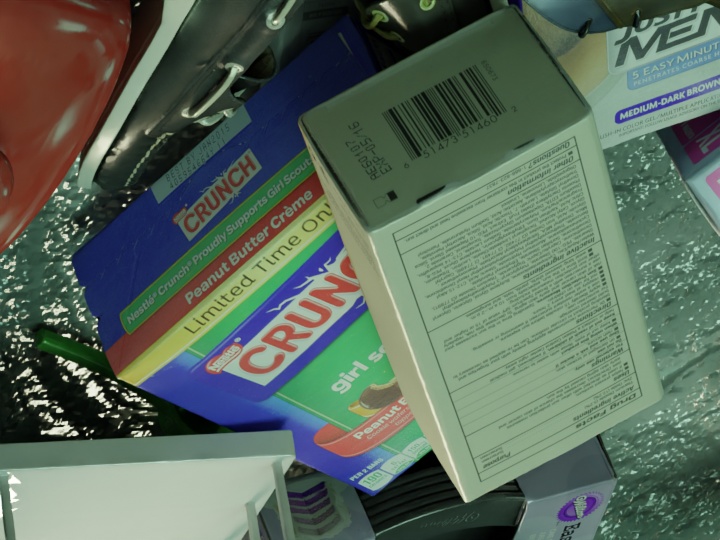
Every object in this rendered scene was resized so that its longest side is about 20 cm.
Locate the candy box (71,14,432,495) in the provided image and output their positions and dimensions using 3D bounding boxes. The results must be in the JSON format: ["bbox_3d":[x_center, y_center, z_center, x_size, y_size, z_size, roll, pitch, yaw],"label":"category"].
[{"bbox_3d":[0.000,0.000,1.279,0.169,0.077,0.200,-40,142,17],"label":"candy box"}]

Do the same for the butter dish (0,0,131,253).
[{"bbox_3d":[-0.169,-0.071,1.077,0.199,0.148,0.200,14,124,-39],"label":"butter dish"}]

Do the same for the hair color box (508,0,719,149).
[{"bbox_3d":[0.103,-0.143,1.196,0.109,0.065,0.201,-20,136,-10],"label":"hair color box"}]

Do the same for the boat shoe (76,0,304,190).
[{"bbox_3d":[-0.060,-0.092,1.144,0.060,0.074,0.200,20,136,-12],"label":"boat shoe"}]

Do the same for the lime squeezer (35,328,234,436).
[{"bbox_3d":[-0.088,0.079,1.364,0.070,0.038,0.200,-2,142,16],"label":"lime squeezer"}]

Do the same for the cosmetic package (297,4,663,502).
[{"bbox_3d":[0.053,-0.003,1.186,0.103,0.073,0.200,-27,143,-6],"label":"cosmetic package"}]

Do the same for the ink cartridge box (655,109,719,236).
[{"bbox_3d":[0.222,-0.105,1.287,0.200,0.119,0.042,-36,108,8],"label":"ink cartridge box"}]

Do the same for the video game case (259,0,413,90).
[{"bbox_3d":[0.057,-0.133,1.241,0.199,0.018,0.144,-10,134,-21],"label":"video game case"}]

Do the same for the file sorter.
[{"bbox_3d":[-0.113,0.171,1.308,0.138,0.125,0.200,-1,154,-19],"label":"file sorter"}]

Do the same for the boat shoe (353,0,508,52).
[{"bbox_3d":[0.018,-0.131,1.156,0.060,0.072,0.202,-25,130,-7],"label":"boat shoe"}]

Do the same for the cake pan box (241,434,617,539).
[{"bbox_3d":[0.023,0.153,1.454,0.183,0.052,0.200,-13,148,-21],"label":"cake pan box"}]

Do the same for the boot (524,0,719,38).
[{"bbox_3d":[0.112,-0.127,1.129,0.097,0.075,0.200,-30,132,19],"label":"boot"}]
